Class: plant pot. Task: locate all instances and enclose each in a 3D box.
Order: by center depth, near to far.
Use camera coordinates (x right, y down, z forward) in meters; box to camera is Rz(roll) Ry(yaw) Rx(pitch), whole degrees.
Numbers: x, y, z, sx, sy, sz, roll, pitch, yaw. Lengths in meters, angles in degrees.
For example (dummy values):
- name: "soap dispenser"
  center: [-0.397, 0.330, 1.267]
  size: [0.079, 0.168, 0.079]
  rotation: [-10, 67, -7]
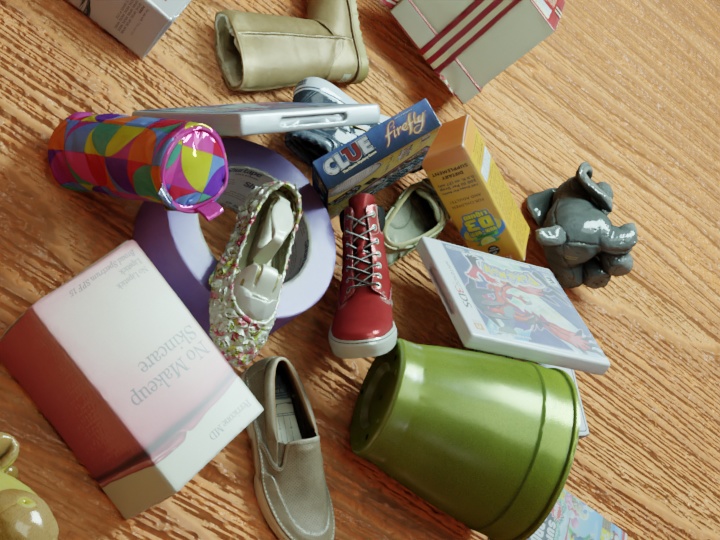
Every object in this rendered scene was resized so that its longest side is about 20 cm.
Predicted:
- name: "plant pot"
  center: [0.098, 0.165, 1.074]
  size: [0.191, 0.201, 0.202]
  rotation: [23, 54, -13]

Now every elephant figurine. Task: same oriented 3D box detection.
- name: "elephant figurine"
  center: [0.303, -0.083, 1.413]
  size: [0.140, 0.156, 0.201]
  rotation: [-7, 51, 5]

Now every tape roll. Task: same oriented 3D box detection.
- name: "tape roll"
  center: [-0.129, -0.030, 1.050]
  size: [0.199, 0.085, 0.202]
  rotation: [18, 58, -31]

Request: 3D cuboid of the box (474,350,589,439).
- name: "box"
  center: [0.205, 0.117, 1.256]
  size: [0.116, 0.060, 0.202]
  rotation: [5, 64, -37]

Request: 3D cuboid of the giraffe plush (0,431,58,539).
- name: "giraffe plush"
  center: [-0.303, 0.216, 0.760]
  size: [0.199, 0.174, 0.162]
  rotation: [33, 28, 26]

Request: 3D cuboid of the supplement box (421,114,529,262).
- name: "supplement box"
  center: [0.145, -0.093, 1.263]
  size: [0.200, 0.066, 0.069]
  rotation: [54, 33, -35]

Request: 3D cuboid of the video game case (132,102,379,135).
- name: "video game case"
  center: [-0.111, -0.161, 1.055]
  size: [0.181, 0.199, 0.023]
  rotation: [-12, 105, -41]

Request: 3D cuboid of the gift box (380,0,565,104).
- name: "gift box"
  center: [0.147, -0.352, 1.365]
  size: [0.185, 0.186, 0.200]
  rotation: [51, 32, -8]

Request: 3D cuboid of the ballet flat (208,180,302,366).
- name: "ballet flat"
  center: [-0.098, -0.007, 0.962]
  size: [0.075, 0.064, 0.202]
  rotation: [25, 54, -27]

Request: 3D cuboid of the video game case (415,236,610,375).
- name: "video game case"
  center: [0.176, 0.040, 1.176]
  size: [0.198, 0.023, 0.183]
  rotation: [14, 32, -27]

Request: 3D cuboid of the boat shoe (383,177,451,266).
- name: "boat shoe"
  center: [0.069, -0.067, 1.241]
  size: [0.200, 0.063, 0.074]
  rotation: [-35, 91, -44]

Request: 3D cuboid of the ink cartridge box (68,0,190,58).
- name: "ink cartridge box"
  center: [-0.271, -0.355, 1.106]
  size: [0.199, 0.084, 0.145]
  rotation: [38, 49, -16]

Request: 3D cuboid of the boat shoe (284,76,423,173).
- name: "boat shoe"
  center: [-0.004, -0.148, 1.230]
  size: [0.199, 0.071, 0.092]
  rotation: [26, 61, -22]

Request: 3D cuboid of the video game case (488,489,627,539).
- name: "video game case"
  center: [0.237, 0.331, 1.199]
  size: [0.199, 0.017, 0.144]
  rotation: [37, 49, -19]

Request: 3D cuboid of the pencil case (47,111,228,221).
- name: "pencil case"
  center: [-0.212, -0.102, 0.951]
  size: [0.088, 0.199, 0.089]
  rotation: [-18, 114, -45]

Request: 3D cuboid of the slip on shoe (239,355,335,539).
- name: "slip on shoe"
  center: [-0.067, 0.183, 1.004]
  size: [0.076, 0.060, 0.202]
  rotation: [-2, 69, -39]

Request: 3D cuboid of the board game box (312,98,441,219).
- name: "board game box"
  center: [0.012, -0.116, 1.100]
  size: [0.135, 0.200, 0.035]
  rotation: [-30, 86, -6]

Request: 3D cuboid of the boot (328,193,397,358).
- name: "boot"
  center: [0.000, 0.000, 1.059]
  size: [0.200, 0.072, 0.146]
  rotation: [-83, 170, -72]

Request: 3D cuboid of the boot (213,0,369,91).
- name: "boot"
  center: [-0.091, -0.306, 1.239]
  size: [0.199, 0.066, 0.177]
  rotation: [-9, 73, -40]

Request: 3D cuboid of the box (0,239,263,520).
- name: "box"
  center: [-0.207, 0.098, 0.904]
  size: [0.201, 0.109, 0.128]
  rotation: [52, 46, -4]
